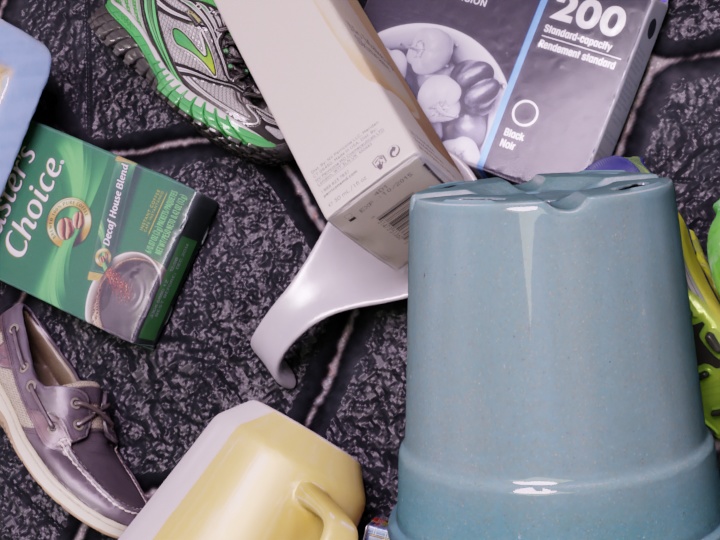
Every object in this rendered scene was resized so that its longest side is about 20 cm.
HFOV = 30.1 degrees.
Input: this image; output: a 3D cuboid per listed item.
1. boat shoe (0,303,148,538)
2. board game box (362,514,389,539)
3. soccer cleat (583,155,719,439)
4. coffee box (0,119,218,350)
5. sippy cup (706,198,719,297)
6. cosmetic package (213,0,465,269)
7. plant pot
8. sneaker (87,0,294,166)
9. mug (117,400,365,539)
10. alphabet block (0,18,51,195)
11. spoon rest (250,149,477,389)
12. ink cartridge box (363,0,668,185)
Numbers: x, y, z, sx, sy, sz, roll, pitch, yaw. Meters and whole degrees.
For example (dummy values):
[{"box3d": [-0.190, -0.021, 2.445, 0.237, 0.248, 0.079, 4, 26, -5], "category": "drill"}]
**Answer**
[{"box3d": [-0.210, 0.103, 0.951, 0.065, 0.072, 0.200, -48, 64, 9], "category": "boat shoe"}, {"box3d": [0.092, 0.204, 0.791, 0.198, 0.200, 0.062, 14, 84, 5], "category": "board game box"}, {"box3d": [0.204, 0.014, 0.840, 0.201, 0.083, 0.065, 58, 139, 5], "category": "soccer cleat"}, {"box3d": [-0.216, -0.034, 0.993, 0.199, 0.044, 0.124, 24, 88, 21], "category": "coffee box"}, {"box3d": [0.299, -0.020, 0.787, 0.177, 0.140, 0.131, -34, 82, 18], "category": "sippy cup"}, {"box3d": [-0.011, -0.110, 0.859, 0.071, 0.105, 0.201, -35, 61, 13], "category": "cosmetic package"}, {"box3d": [0.106, 0.049, 0.761, 0.199, 0.200, 0.198, -2, 99, 17], "category": "plant pot"}, {"box3d": [-0.111, -0.151, 0.965, 0.085, 0.078, 0.200, -47, 69, 3], "category": "sneaker"}, {"box3d": [-0.058, 0.176, 0.850, 0.186, 0.149, 0.154, 23, 78, 35], "category": "mug"}, {"box3d": [-0.375, -0.118, 0.954, 0.199, 0.195, 0.198, 17, 82, 41], "category": "alphabet block"}, {"box3d": [0.000, 0.000, 0.898, 0.200, 0.061, 0.099, -45, 70, 13], "category": "spoon rest"}, {"box3d": [0.098, -0.163, 0.920, 0.197, 0.043, 0.201, 20, 85, 22], "category": "ink cartridge box"}]
